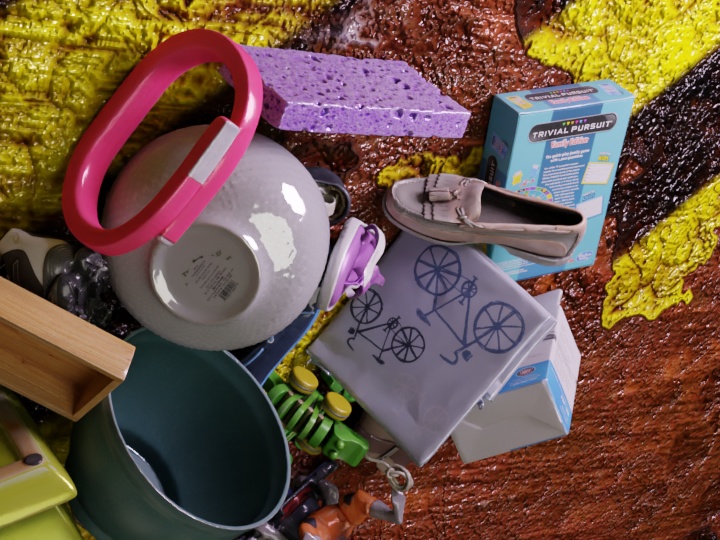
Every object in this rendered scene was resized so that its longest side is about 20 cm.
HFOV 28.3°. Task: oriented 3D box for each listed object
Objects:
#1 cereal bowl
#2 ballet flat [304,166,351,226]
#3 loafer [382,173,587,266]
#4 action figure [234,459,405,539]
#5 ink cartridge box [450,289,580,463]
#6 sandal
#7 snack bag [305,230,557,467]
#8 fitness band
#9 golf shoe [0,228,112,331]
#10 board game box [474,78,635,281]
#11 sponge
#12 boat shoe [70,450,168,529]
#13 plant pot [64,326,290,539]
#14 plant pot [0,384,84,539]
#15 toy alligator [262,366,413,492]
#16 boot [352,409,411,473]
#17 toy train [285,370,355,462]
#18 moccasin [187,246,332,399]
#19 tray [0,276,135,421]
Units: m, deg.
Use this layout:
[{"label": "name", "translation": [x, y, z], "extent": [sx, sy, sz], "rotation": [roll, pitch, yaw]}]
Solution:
[{"label": "cereal bowl", "translation": [-0.125, -0.016, 1.198], "extent": [0.197, 0.084, 0.202], "rotation": [1, 115, 2]}, {"label": "ballet flat", "translation": [-0.092, -0.059, 1.269], "extent": [0.198, 0.073, 0.074], "rotation": [-5, 123, -34]}, {"label": "loafer", "translation": [0.123, -0.060, 1.379], "extent": [0.198, 0.073, 0.063], "rotation": [14, 148, -9]}, {"label": "action figure", "translation": [-0.060, 0.284, 1.463], "extent": [0.199, 0.193, 0.105], "rotation": [-38, 97, -26]}, {"label": "ink cartridge box", "translation": [0.160, 0.105, 1.460], "extent": [0.115, 0.200, 0.067], "rotation": [-19, 109, 22]}, {"label": "sandal", "translation": [0.002, -0.007, 1.310], "extent": [0.203, 0.049, 0.083], "rotation": [-49, 155, -77]}, {"label": "snack bag", "translation": [0.065, 0.067, 1.394], "extent": [0.201, 0.188, 0.021], "rotation": [-50, 151, 5]}, {"label": "fitness band", "translation": [-0.159, -0.100, 1.135], "extent": [0.200, 0.144, 0.037], "rotation": [-50, 137, 4]}, {"label": "golf shoe", "translation": [-0.265, 0.030, 1.210], "extent": [0.078, 0.094, 0.201], "rotation": [-57, 171, -37]}, {"label": "board game box", "translation": [0.192, -0.090, 1.473], "extent": [0.150, 0.047, 0.202], "rotation": [-11, 126, -30]}, {"label": "sponge", "translation": [-0.014, -0.153, 1.229], "extent": [0.198, 0.112, 0.030], "rotation": [0, 122, -37]}, {"label": "boat shoe", "translation": [-0.189, 0.191, 1.384], "extent": [0.198, 0.071, 0.070], "rotation": [-21, 168, -19]}, {"label": "plant pot", "translation": [-0.179, 0.168, 1.264], "extent": [0.199, 0.202, 0.134], "rotation": [19, 134, -43]}, {"label": "plant pot", "translation": [-0.337, 0.222, 1.202], "extent": [0.197, 0.200, 0.183], "rotation": [-19, 124, -24]}, {"label": "toy alligator", "translation": [-0.034, 0.158, 1.388], "extent": [0.060, 0.199, 0.054], "rotation": [-53, 176, 22]}, {"label": "boot", "translation": [0.076, 0.167, 1.565], "extent": [0.146, 0.070, 0.199], "rotation": [-46, 135, 9]}, {"label": "toy train", "translation": [-0.058, 0.144, 1.461], "extent": [0.200, 0.042, 0.056], "rotation": [-44, 126, -3]}, {"label": "moccasin", "translation": [-0.094, 0.050, 1.334], "extent": [0.068, 0.080, 0.201], "rotation": [10, 113, -52]}, {"label": "tray", "translation": [-0.288, 0.046, 1.131], "extent": [0.199, 0.037, 0.098], "rotation": [31, 141, -19]}]
